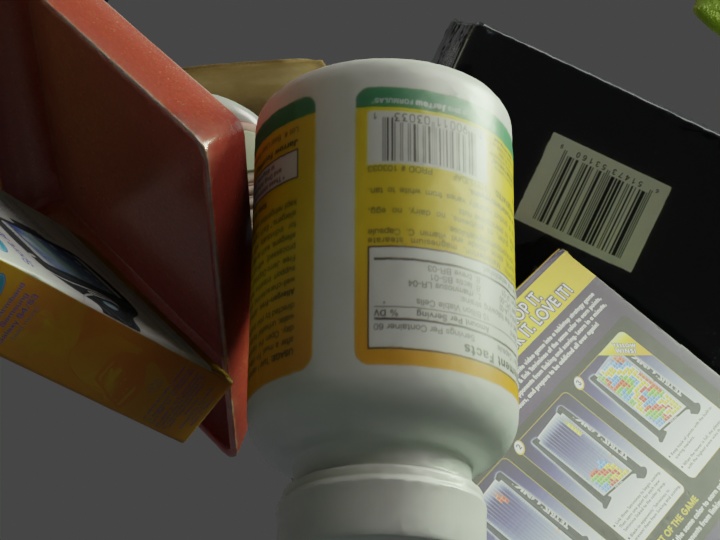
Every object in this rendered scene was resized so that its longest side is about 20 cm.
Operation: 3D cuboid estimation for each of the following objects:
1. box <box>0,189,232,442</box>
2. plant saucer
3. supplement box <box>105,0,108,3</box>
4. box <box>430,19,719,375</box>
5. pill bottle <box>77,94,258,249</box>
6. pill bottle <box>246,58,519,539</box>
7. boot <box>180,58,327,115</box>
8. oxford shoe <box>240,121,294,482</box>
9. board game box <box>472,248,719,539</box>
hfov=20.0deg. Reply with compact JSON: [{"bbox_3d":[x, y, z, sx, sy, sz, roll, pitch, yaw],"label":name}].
[{"bbox_3d":[-0.148,-0.001,0.835,0.119,0.042,0.200,41,5,36],"label":"box"},{"bbox_3d":[-0.108,-0.043,0.925,0.200,0.037,0.200,42,-30,33],"label":"plant saucer"},{"bbox_3d":[-0.236,-0.220,1.125,0.200,0.200,0.134,39,23,14],"label":"supplement box"},{"bbox_3d":[0.120,-0.044,1.124,0.200,0.124,0.198,25,7,-3],"label":"box"},{"bbox_3d":[-0.088,-0.028,1.128,0.114,0.114,0.200,39,-3,2],"label":"pill bottle"},{"bbox_3d":[0.009,0.025,0.843,0.113,0.113,0.201,34,49,-53],"label":"pill bottle"},{"bbox_3d":[-0.124,-0.106,1.280,0.199,0.066,0.175,-6,25,-7],"label":"boot"},{"bbox_3d":[-0.043,0.028,0.993,0.075,0.070,0.201,-16,-86,51],"label":"oxford shoe"},{"bbox_3d":[0.096,0.103,0.943,0.165,0.057,0.200,39,48,12],"label":"board game box"}]
